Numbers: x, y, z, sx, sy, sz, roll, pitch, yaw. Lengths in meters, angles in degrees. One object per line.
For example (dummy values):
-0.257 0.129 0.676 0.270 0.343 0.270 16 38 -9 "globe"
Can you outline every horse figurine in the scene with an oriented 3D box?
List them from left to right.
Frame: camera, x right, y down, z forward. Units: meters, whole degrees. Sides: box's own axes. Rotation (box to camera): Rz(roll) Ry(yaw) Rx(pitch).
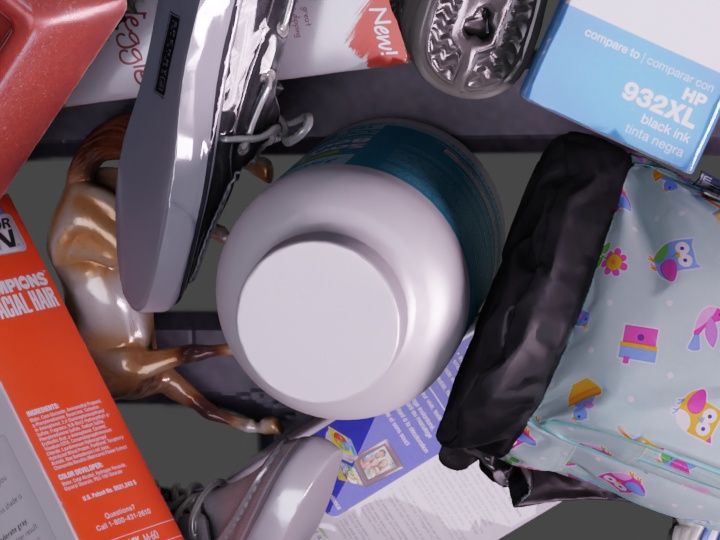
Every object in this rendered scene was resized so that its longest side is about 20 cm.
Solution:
-0.106 0.008 1.214 0.132 0.050 0.201 2 107 15 "horse figurine"

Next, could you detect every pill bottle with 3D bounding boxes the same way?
0.000 0.000 1.117 0.110 0.200 0.111 2 102 9 "pill bottle"

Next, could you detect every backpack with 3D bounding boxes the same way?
0.150 0.043 1.081 0.199 0.127 0.167 22 83 0 "backpack"

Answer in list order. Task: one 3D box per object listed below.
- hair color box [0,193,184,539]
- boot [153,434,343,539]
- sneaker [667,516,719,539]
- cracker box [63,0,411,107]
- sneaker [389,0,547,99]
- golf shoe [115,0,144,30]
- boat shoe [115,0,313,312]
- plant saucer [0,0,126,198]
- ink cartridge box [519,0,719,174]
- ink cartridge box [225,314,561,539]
-0.172 0.079 1.190 0.111 0.064 0.200 -38 75 40 "hair color box"
-0.082 0.128 1.198 0.095 0.074 0.200 34 133 7 "boot"
0.188 0.131 1.175 0.089 0.079 0.201 8 103 11 "sneaker"
-0.078 -0.153 1.171 0.199 0.058 0.134 -7 101 11 "cracker box"
0.061 -0.181 1.084 0.076 0.114 0.200 14 104 -18 "sneaker"
-0.123 -0.180 1.119 0.088 0.077 0.200 40 111 29 "golf shoe"
-0.061 -0.075 1.124 0.068 0.074 0.200 4 104 -26 "boat shoe"
-0.232 -0.103 1.102 0.199 0.037 0.200 39 118 2 "plant saucer"
0.150 -0.158 1.083 0.084 0.145 0.201 25 105 4 "ink cartridge box"
0.041 0.088 1.215 0.200 0.037 0.095 -32 94 18 "ink cartridge box"
